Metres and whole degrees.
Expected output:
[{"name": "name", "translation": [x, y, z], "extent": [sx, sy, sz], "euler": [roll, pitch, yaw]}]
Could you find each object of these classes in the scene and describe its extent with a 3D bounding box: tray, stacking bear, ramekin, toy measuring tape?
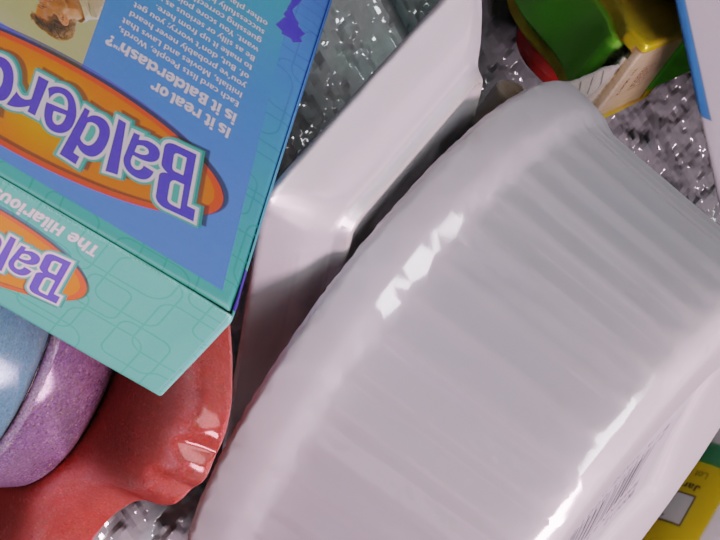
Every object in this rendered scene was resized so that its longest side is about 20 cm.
[{"name": "tray", "translation": [0.000, 0.000, 0.880], "extent": [0.107, 0.022, 0.200], "euler": [-50, 166, -28]}, {"name": "stacking bear", "translation": [-0.151, 0.003, 0.784], "extent": [0.199, 0.121, 0.114], "euler": [19, 53, -30]}, {"name": "ramekin", "translation": [0.044, 0.049, 0.885], "extent": [0.201, 0.098, 0.201], "euler": [-49, 165, -18]}, {"name": "toy measuring tape", "translation": [0.070, -0.088, 0.975], "extent": [0.200, 0.073, 0.074], "euler": [-27, 110, -58]}]

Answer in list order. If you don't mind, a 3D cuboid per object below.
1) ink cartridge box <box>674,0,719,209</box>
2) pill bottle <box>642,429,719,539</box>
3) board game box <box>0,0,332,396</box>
[{"name": "ink cartridge box", "translation": [0.180, -0.094, 1.023], "extent": [0.200, 0.086, 0.147], "euler": [-44, 122, -62]}, {"name": "pill bottle", "translation": [0.101, 0.159, 1.001], "extent": [0.113, 0.113, 0.200], "euler": [49, 61, -31]}, {"name": "board game box", "translation": [-0.086, -0.081, 0.790], "extent": [0.152, 0.045, 0.200], "euler": [31, 43, -14]}]
